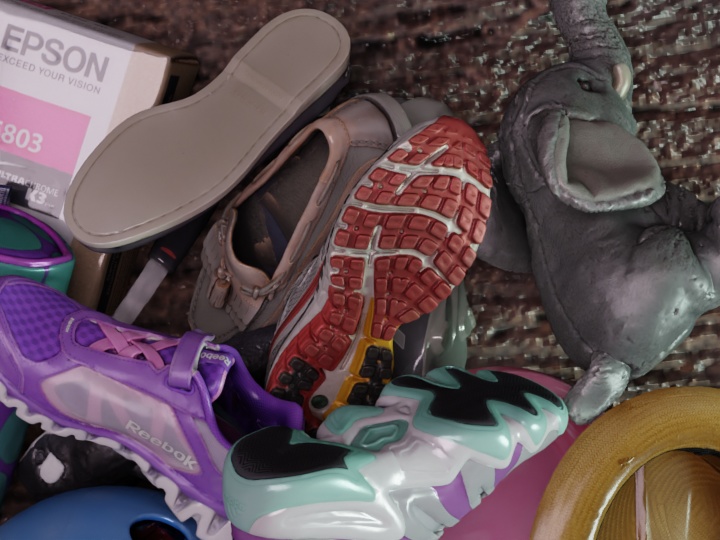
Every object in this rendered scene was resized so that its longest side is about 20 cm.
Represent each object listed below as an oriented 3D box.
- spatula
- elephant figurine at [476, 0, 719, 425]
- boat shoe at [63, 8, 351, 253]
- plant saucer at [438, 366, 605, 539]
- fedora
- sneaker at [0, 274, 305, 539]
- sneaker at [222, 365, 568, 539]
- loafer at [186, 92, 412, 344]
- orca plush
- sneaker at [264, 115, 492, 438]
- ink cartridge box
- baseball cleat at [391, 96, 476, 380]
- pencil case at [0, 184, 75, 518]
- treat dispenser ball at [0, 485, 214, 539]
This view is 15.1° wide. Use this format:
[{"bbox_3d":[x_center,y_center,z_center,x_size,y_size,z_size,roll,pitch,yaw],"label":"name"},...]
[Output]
[{"bbox_3d":[-0.121,0.010,1.523,0.056,0.200,0.021,37,139,-7],"label":"spatula"},{"bbox_3d":[0.119,-0.047,1.495,0.141,0.155,0.200,-41,89,17],"label":"elephant figurine"},{"bbox_3d":[-0.082,-0.066,1.519,0.073,0.063,0.200,40,65,20],"label":"boat shoe"},{"bbox_3d":[0.061,0.147,1.510,0.200,0.051,0.201,-8,108,-25],"label":"plant saucer"},{"bbox_3d":[0.167,0.162,1.480,0.200,0.082,0.202,0,89,-15],"label":"fedora"},{"bbox_3d":[-0.109,0.058,1.422,0.200,0.081,0.088,34,134,-8],"label":"sneaker"},{"bbox_3d":[0.017,0.135,1.420,0.199,0.078,0.140,-13,120,-25],"label":"sneaker"},{"bbox_3d":[-0.049,-0.026,1.516,0.200,0.063,0.072,-49,65,35],"label":"loafer"},{"bbox_3d":[-0.096,0.097,1.542,0.199,0.105,0.071,-20,59,-5],"label":"orca plush"},{"bbox_3d":[0.000,0.000,1.470,0.078,0.082,0.200,26,108,-20],"label":"sneaker"},{"bbox_3d":[-0.215,-0.076,1.575,0.199,0.075,0.165,18,96,9],"label":"ink cartridge box"},{"bbox_3d":[0.014,0.002,1.554,0.106,0.070,0.201,2,88,23],"label":"baseball cleat"},{"bbox_3d":[-0.224,0.057,1.517,0.092,0.085,0.201,16,116,-5],"label":"pencil case"},{"bbox_3d":[-0.134,0.218,1.478,0.200,0.201,0.202,0,92,9],"label":"treat dispenser ball"}]
